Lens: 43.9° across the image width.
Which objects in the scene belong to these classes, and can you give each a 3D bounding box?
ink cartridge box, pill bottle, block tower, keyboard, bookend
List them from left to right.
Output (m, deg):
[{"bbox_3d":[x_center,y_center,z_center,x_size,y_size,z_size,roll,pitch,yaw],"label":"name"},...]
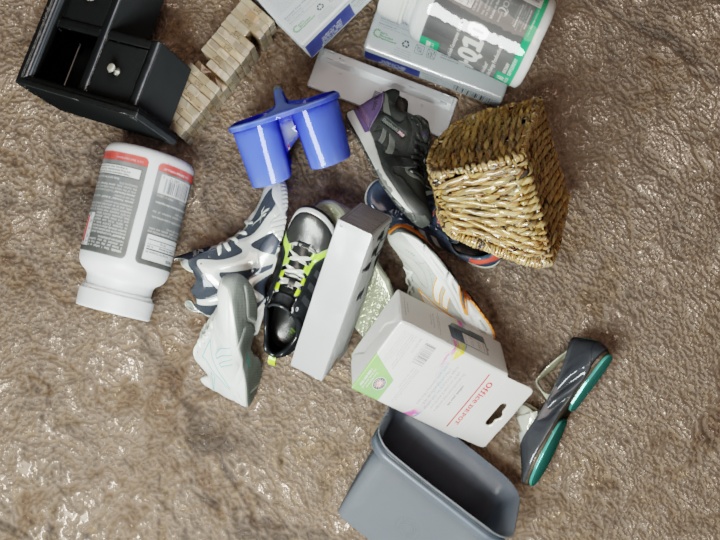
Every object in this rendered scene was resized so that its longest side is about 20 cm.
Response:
[{"bbox_3d":[-0.295,-0.286,1.114,0.197,0.092,0.203,19,84,23],"label":"bookend"},{"bbox_3d":[-0.286,-0.047,1.118,0.113,0.116,0.205,14,86,1],"label":"pill bottle"},{"bbox_3d":[-0.190,-0.255,1.164,0.058,0.054,0.201,40,87,3],"label":"block tower"},{"bbox_3d":[-0.056,-0.409,1.163,0.199,0.041,0.201,-42,66,3],"label":"ink cartridge box"},{"bbox_3d":[0.029,-0.237,1.188,0.196,0.011,0.057,21,91,2],"label":"keyboard"},{"bbox_3d":[0.099,0.124,1.094,0.197,0.068,0.118,28,117,-18],"label":"ink cartridge box"},{"bbox_3d":[0.125,-0.344,1.172,0.196,0.041,0.204,21,85,1],"label":"ink cartridge box"},{"bbox_3d":[0.127,-0.315,1.084,0.197,0.113,0.115,26,86,2],"label":"pill bottle"}]

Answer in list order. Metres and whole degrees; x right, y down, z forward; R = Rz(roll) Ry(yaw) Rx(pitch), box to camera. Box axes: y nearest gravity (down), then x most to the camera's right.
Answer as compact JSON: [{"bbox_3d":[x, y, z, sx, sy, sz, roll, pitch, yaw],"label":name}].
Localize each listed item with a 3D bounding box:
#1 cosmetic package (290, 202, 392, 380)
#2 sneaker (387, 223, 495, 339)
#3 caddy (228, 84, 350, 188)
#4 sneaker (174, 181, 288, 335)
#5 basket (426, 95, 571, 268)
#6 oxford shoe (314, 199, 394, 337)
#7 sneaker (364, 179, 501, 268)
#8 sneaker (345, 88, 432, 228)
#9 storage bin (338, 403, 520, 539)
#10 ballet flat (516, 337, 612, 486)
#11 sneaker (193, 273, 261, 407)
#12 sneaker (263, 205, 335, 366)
[{"bbox_3d":[-0.023,0.026,1.086,0.050,0.082,0.203,25,115,13],"label":"cosmetic package"},{"bbox_3d":[0.084,0.036,1.114,0.091,0.076,0.201,-37,108,6],"label":"sneaker"},{"bbox_3d":[-0.087,-0.175,1.095,0.139,0.200,0.107,-19,103,0],"label":"caddy"},{"bbox_3d":[-0.167,-0.029,1.134,0.127,0.080,0.204,14,96,-8],"label":"sneaker"},{"bbox_3d":[0.165,-0.097,1.087,0.140,0.201,0.151,-11,117,24],"label":"basket"},{"bbox_3d":[0.000,0.000,1.145,0.074,0.058,0.203,-24,94,23],"label":"oxford shoe"},{"bbox_3d":[0.098,-0.068,1.136,0.196,0.085,0.076,22,86,2],"label":"sneaker"},{"bbox_3d":[0.054,-0.149,1.107,0.087,0.076,0.202,-33,59,10],"label":"sneaker"},{"bbox_3d":[0.076,0.277,1.097,0.199,0.146,0.135,38,114,2],"label":"storage bin"},{"bbox_3d":[0.243,0.172,1.134,0.072,0.073,0.202,31,92,2],"label":"ballet flat"},{"bbox_3d":[-0.168,0.086,1.088,0.078,0.071,0.203,13,130,11],"label":"sneaker"},{"bbox_3d":[-0.077,0.024,1.100,0.070,0.083,0.204,15,109,8],"label":"sneaker"}]
